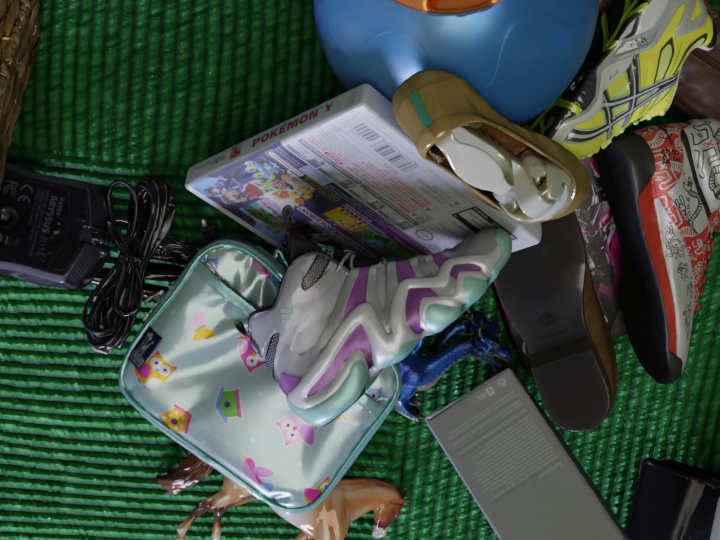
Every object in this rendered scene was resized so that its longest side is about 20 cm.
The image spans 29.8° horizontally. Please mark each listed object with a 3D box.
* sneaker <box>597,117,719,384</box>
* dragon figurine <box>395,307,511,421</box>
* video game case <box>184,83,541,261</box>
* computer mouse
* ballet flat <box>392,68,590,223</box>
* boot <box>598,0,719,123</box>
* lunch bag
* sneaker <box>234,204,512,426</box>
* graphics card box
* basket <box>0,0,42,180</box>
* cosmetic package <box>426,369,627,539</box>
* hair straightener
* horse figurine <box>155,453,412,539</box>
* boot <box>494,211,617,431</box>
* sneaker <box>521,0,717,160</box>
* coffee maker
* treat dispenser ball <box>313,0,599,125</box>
[{"bbox_3d":[0.257,-0.018,1.051,0.108,0.067,0.202,-17,102,-18],"label":"sneaker"},{"bbox_3d":[0.019,0.059,1.100,0.200,0.059,0.100,16,104,-4],"label":"dragon figurine"},{"bbox_3d":[0.003,-0.049,0.999,0.182,0.023,0.200,-20,140,39],"label":"video game case"},{"bbox_3d":[-0.250,-0.026,1.045,0.200,0.053,0.139,18,84,3],"label":"computer mouse"},{"bbox_3d":[0.094,-0.065,0.907,0.069,0.063,0.200,-41,136,24],"label":"ballet flat"},{"bbox_3d":[0.285,-0.199,1.040,0.200,0.064,0.186,29,114,-9],"label":"boot"},{"bbox_3d":[-0.076,0.073,1.034,0.200,0.077,0.160,37,98,-2],"label":"lunch bag"},{"bbox_3d":[0.000,0.000,0.964,0.200,0.078,0.140,-39,88,-9],"label":"sneaker"},{"bbox_3d":[0.155,-0.032,1.088,0.125,0.051,0.200,-20,108,1],"label":"graphics card box"},{"bbox_3d":[-0.321,-0.119,0.950,0.149,0.143,0.200,15,81,-9],"label":"basket"},{"bbox_3d":[0.145,0.188,1.063,0.090,0.107,0.200,-31,63,4],"label":"cosmetic package"},{"bbox_3d":[-0.137,-0.008,1.086,0.200,0.041,0.077,12,105,-3],"label":"hair straightener"},{"bbox_3d":[-0.071,0.201,1.138,0.200,0.050,0.133,31,90,-6],"label":"horse figurine"},{"bbox_3d":[0.155,0.021,1.051,0.074,0.075,0.200,-13,91,27],"label":"boot"},{"bbox_3d":[0.185,-0.125,0.989,0.076,0.075,0.200,37,98,-19],"label":"sneaker"},{"bbox_3d":[0.259,0.263,1.131,0.135,0.192,0.200,23,85,-53],"label":"coffee maker"},{"bbox_3d":[0.067,-0.192,0.955,0.201,0.201,0.201,-1,107,-4],"label":"treat dispenser ball"}]
